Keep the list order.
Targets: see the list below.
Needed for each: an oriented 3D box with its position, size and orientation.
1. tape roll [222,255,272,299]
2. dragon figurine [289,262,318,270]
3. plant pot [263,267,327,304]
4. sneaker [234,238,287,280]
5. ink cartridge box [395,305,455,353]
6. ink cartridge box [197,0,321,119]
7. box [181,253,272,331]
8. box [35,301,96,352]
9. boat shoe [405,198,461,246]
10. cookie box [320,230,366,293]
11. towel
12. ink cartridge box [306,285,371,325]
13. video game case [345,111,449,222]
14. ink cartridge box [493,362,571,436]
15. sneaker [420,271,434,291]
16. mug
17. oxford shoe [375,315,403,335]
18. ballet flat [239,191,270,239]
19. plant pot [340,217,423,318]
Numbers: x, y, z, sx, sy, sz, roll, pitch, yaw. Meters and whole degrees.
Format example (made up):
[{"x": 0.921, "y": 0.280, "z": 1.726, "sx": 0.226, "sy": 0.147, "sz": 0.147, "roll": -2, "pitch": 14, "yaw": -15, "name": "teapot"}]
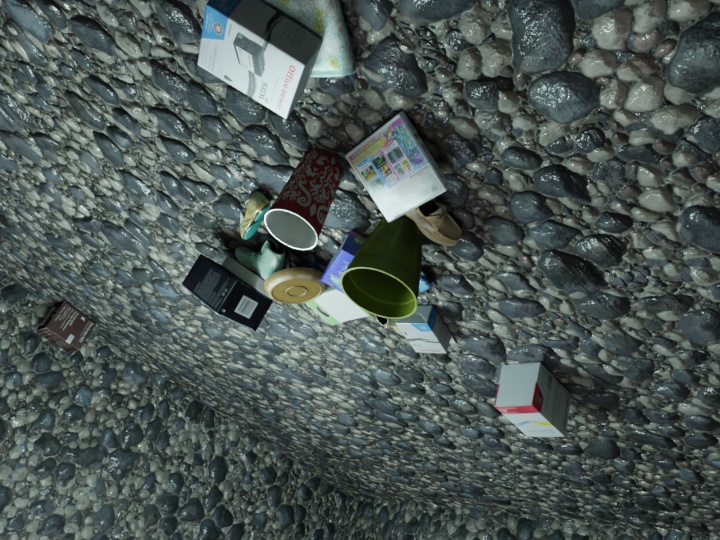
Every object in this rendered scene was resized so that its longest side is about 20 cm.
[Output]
[{"x": -0.349, "y": 0.023, "z": 1.817, "sx": 0.200, "sy": 0.038, "sz": 0.203, "roll": 34, "pitch": 175, "yaw": 3, "name": "tape roll"}, {"x": -0.187, "y": 0.035, "z": 1.789, "sx": 0.097, "sy": 0.060, "sz": 0.201, "roll": 24, "pitch": 146, "yaw": 1, "name": "dragon figurine"}, {"x": -0.192, "y": 0.053, "z": 1.714, "sx": 0.194, "sy": 0.028, "sz": 0.202, "roll": -5, "pitch": 150, "yaw": -3, "name": "plant pot"}, {"x": -0.301, "y": -0.056, "z": 1.745, "sx": 0.198, "sy": 0.073, "sz": 0.121, "roll": 31, "pitch": 117, "yaw": 28, "name": "sneaker"}, {"x": 0.204, "y": 0.193, "z": 1.755, "sx": 0.113, "sy": 0.069, "sz": 0.201, "roll": -2, "pitch": 140, "yaw": 35, "name": "ink cartridge box"}, {"x": -0.188, "y": -0.400, "z": 1.052, "sx": 0.197, "sy": 0.085, "sz": 0.145, "roll": 29, "pitch": 146, "yaw": -7, "name": "ink cartridge box"}, {"x": -0.413, "y": 0.070, "z": 1.778, "sx": 0.198, "sy": 0.119, "sz": 0.196, "roll": 29, "pitch": 174, "yaw": 34, "name": "box"}, {"x": -1.493, "y": 0.286, "z": 2.901, "sx": 0.161, "sy": 0.169, "sz": 0.200, "roll": -12, "pitch": 134, "yaw": 42, "name": "box"}, {"x": 0.162, "y": -0.130, "z": 1.309, "sx": 0.198, "sy": 0.075, "sz": 0.069, "roll": 35, "pitch": 152, "yaw": -16, "name": "boat shoe"}, {"x": 0.000, "y": 0.000, "z": 1.601, "sx": 0.168, "sy": 0.076, "sz": 0.200, "roll": 29, "pitch": 148, "yaw": -8, "name": "cookie box"}, {"x": -0.114, "y": -0.444, "z": 1.062, "sx": 0.195, "sy": 0.049, "sz": 0.173, "roll": 8, "pitch": 145, "yaw": 24, "name": "towel"}, {"x": -0.070, "y": 0.103, "z": 1.822, "sx": 0.145, "sy": 0.049, "sz": 0.197, "roll": 42, "pitch": 144, "yaw": -26, "name": "ink cartridge box"}, {"x": 0.075, "y": -0.216, "z": 1.235, "sx": 0.198, "sy": 0.024, "sz": 0.184, "roll": -24, "pitch": 103, "yaw": 51, "name": "video game case"}, {"x": 0.535, "y": 0.403, "z": 1.767, "sx": 0.199, "sy": 0.148, "sz": 0.143, "roll": 42, "pitch": 144, "yaw": -26, "name": "ink cartridge box"}, {"x": 0.129, "y": 0.063, "z": 1.594, "sx": 0.078, "sy": 0.092, "sz": 0.198, "roll": 35, "pitch": 145, "yaw": -20, "name": "sneaker"}, {"x": -0.141, "y": -0.170, "z": 1.329, "sx": 0.173, "sy": 0.204, "sz": 0.134, "roll": 2, "pitch": 144, "yaw": 31, "name": "mug"}, {"x": 0.086, "y": 0.150, "z": 1.762, "sx": 0.069, "sy": 0.075, "sz": 0.201, "roll": -8, "pitch": 136, "yaw": 39, "name": "oxford shoe"}, {"x": -0.303, "y": -0.157, "z": 1.594, "sx": 0.070, "sy": 0.072, "sz": 0.200, "roll": 30, "pitch": 148, "yaw": -11, "name": "ballet flat"}, {"x": 0.072, "y": -0.020, "z": 1.414, "sx": 0.195, "sy": 0.196, "sz": 0.203, "roll": 16, "pitch": 147, "yaw": 11, "name": "plant pot"}]
